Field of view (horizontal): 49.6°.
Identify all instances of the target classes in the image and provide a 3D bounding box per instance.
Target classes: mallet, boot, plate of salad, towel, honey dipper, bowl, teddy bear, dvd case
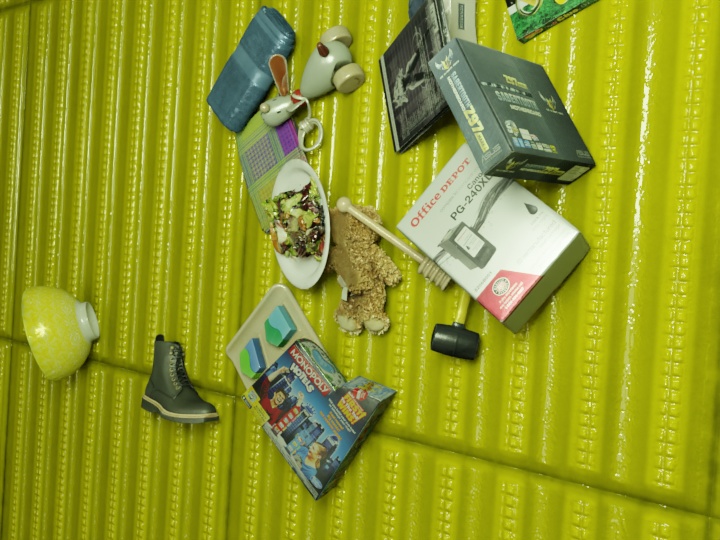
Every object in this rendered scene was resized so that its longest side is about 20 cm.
[{"bbox_3d":[0.156,0.023,1.055,0.065,0.041,0.202,21,90,2],"label":"mallet"},{"bbox_3d":[0.111,-0.325,1.089,0.090,0.072,0.202,4,89,52],"label":"boot"},{"bbox_3d":[-0.329,0.197,1.418,0.198,0.077,0.140,6,88,38],"label":"boot"},{"bbox_3d":[-0.105,-0.071,1.206,0.199,0.048,0.203,13,105,57],"label":"plate of salad"},{"bbox_3d":[-0.143,-0.176,1.309,0.143,0.023,0.202,-34,68,34],"label":"towel"},{"bbox_3d":[0.046,-0.043,1.097,0.199,0.038,0.038,36,112,10],"label":"honey dipper"},{"bbox_3d":[-0.603,0.117,1.601,0.107,0.200,0.202,-17,74,-6],"label":"bowl"},{"bbox_3d":[-0.182,-0.339,1.323,0.200,0.048,0.112,-52,51,23],"label":"towel"},{"bbox_3d":[0.000,0.000,1.171,0.144,0.066,0.202,-26,78,47],"label":"teddy bear"},{"bbox_3d":[0.078,-0.266,1.076,0.200,0.016,0.150,148,114,-66],"label":"dvd case"}]

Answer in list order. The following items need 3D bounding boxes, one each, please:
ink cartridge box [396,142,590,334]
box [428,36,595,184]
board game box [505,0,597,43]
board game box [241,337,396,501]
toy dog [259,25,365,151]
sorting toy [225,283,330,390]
[{"bbox_3d":[0.164,-0.043,0.993,0.200,0.083,0.146,43,97,28],"label":"ink cartridge box"},{"bbox_3d":[0.185,-0.186,0.932,0.051,0.199,0.159,-38,66,37],"label":"box"},{"bbox_3d":[0.272,-0.383,0.981,0.199,0.023,0.106,-24,76,36],"label":"board game box"},{"bbox_3d":[-0.052,0.206,1.180,0.200,0.062,0.201,-44,77,24],"label":"board game box"},{"bbox_3d":[-0.086,-0.294,1.207,0.132,0.096,0.201,46,108,26],"label":"toy dog"},{"bbox_3d":[-0.137,0.153,1.285,0.185,0.036,0.201,-50,60,26],"label":"sorting toy"}]
